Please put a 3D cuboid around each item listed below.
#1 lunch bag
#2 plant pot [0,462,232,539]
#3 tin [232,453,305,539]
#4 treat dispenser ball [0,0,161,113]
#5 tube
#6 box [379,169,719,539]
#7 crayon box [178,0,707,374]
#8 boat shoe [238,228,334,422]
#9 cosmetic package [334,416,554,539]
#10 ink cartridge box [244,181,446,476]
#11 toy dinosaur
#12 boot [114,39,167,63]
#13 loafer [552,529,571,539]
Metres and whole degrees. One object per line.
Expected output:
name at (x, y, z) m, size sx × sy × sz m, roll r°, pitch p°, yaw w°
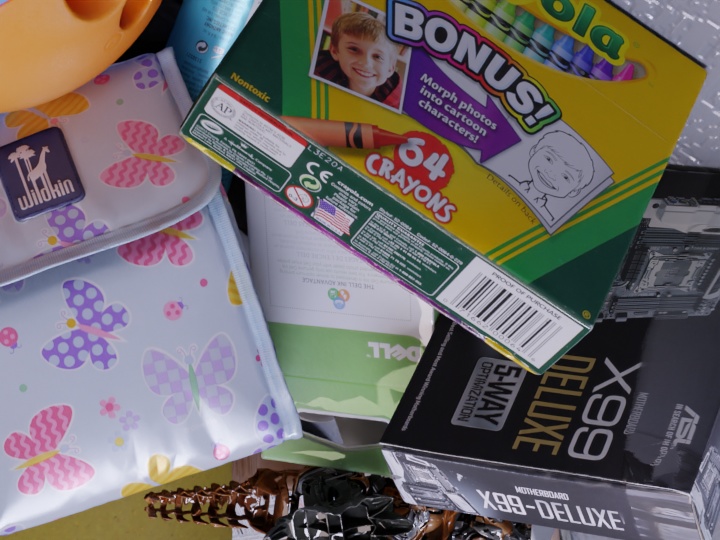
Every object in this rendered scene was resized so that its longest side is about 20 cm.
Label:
lunch bag at (-0.138, 0.010, 0.983) m, size 0.127 × 0.168 × 0.201 m, roll 164°, pitch 90°, yaw -82°
plant pot at (-0.183, 0.113, 1.177) m, size 0.193 × 0.199 × 0.197 m, roll 3°, pitch 95°, yaw 47°
tin at (-0.111, 0.153, 1.344) m, size 0.198 × 0.042 × 0.112 m, roll -7°, pitch 148°, yaw 3°
treat dispenser ball at (-0.178, -0.171, 0.926) m, size 0.200 × 0.201 × 0.202 m, roll 18°, pitch 141°, yaw 15°
tube at (-0.087, -0.075, 1.057) m, size 0.077 × 0.050 × 0.201 m, roll 11°, pitch 116°, yaw -25°
box at (0.119, 0.035, 0.999) m, size 0.157 × 0.201 × 0.050 m, roll 7°, pitch 140°, yaw 28°
crayon box at (0.043, -0.078, 0.941) m, size 0.199 × 0.173 × 0.058 m, roll 33°, pitch 145°, yaw -6°
boat shoe at (-0.078, 0.011, 1.162) m, size 0.200 × 0.069 × 0.056 m, roll 47°, pitch 157°, yaw -26°
cosmetic package at (0.041, 0.068, 1.150) m, size 0.101 × 0.071 × 0.201 m, roll -6°, pitch 119°, yaw 25°
ink cartridge box at (0.000, 0.000, 1.047) m, size 0.103 × 0.059 × 0.201 m, roll 5°, pitch 109°, yaw 22°
toy dinosaur at (-0.009, 0.144, 1.080) m, size 0.199 × 0.136 × 0.103 m, roll -12°, pitch 108°, yaw 7°
boot at (-0.191, -0.085, 1.108) m, size 0.203 × 0.074 × 0.153 m, roll 6°, pitch 165°, yaw -39°
loafer at (0.089, 0.149, 1.260) m, size 0.071 × 0.063 × 0.201 m, roll 6°, pitch 137°, yaw 28°
